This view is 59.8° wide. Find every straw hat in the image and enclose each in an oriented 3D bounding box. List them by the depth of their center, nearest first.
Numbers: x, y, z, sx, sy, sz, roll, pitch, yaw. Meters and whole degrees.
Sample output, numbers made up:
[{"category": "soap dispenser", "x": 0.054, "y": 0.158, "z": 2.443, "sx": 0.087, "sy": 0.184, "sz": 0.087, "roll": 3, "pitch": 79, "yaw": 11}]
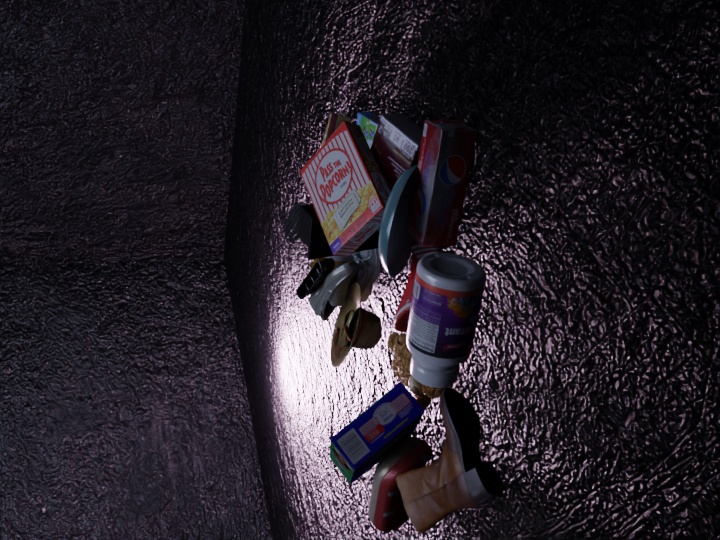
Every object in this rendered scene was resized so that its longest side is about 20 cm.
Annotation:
[{"category": "straw hat", "x": 0.003, "y": 0.133, "z": 1.416, "sx": 0.201, "sy": 0.084, "sz": 0.204, "roll": -164, "pitch": 90, "yaw": -76}]

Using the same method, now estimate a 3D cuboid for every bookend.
[{"category": "bookend", "x": -0.059, "y": -0.123, "z": 1.354, "sx": 0.200, "sy": 0.197, "sz": 0.093, "roll": 47, "pitch": 139, "yaw": 48}]

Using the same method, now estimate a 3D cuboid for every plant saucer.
[{"category": "plant saucer", "x": 0.073, "y": -0.090, "z": 1.098, "sx": 0.200, "sy": 0.027, "sz": 0.203, "roll": 18, "pitch": -90, "yaw": -72}]

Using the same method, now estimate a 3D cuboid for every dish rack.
[{"category": "dish rack", "x": -0.136, "y": -0.052, "z": 1.471, "sx": 0.202, "sy": 0.054, "sz": 0.154, "roll": 63, "pitch": 143, "yaw": 17}]

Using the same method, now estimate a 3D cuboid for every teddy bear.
[{"category": "teddy bear", "x": 0.097, "y": 0.188, "z": 1.188, "sx": 0.200, "sy": 0.066, "sz": 0.147, "roll": -128, "pitch": 33, "yaw": -54}]

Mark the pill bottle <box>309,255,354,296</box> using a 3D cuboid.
[{"category": "pill bottle", "x": -0.064, "y": -0.017, "z": 1.526, "sx": 0.110, "sy": 0.108, "sz": 0.202, "roll": -117, "pitch": 32, "yaw": -48}]

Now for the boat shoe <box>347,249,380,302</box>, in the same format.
[{"category": "boat shoe", "x": -0.001, "y": -0.001, "z": 1.447, "sx": 0.203, "sy": 0.064, "sz": 0.075, "roll": 109, "pitch": 150, "yaw": -47}]

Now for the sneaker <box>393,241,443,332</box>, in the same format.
[{"category": "sneaker", "x": 0.113, "y": 0.023, "z": 1.153, "sx": 0.201, "sy": 0.077, "sz": 0.117, "roll": 122, "pitch": 153, "yaw": -47}]

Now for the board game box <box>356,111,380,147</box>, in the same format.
[{"category": "board game box", "x": 0.044, "y": -0.225, "z": 1.295, "sx": 0.200, "sy": 0.036, "sz": 0.153, "roll": 44, "pitch": 134, "yaw": 49}]

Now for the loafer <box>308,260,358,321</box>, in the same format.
[{"category": "loafer", "x": -0.054, "y": 0.047, "z": 1.439, "sx": 0.070, "sy": 0.069, "sz": 0.200, "roll": 56, "pitch": 141, "yaw": 14}]

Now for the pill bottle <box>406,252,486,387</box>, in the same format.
[{"category": "pill bottle", "x": 0.133, "y": 0.084, "z": 1.018, "sx": 0.112, "sy": 0.110, "sz": 0.202, "roll": -127, "pitch": 38, "yaw": -57}]

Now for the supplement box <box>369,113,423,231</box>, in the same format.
[{"category": "supplement box", "x": 0.061, "y": -0.179, "z": 1.181, "sx": 0.109, "sy": 0.060, "sz": 0.201, "roll": 45, "pitch": 134, "yaw": 30}]

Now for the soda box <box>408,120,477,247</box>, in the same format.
[{"category": "soda box", "x": 0.133, "y": -0.143, "z": 1.043, "sx": 0.063, "sy": 0.069, "sz": 0.202, "roll": -131, "pitch": 43, "yaw": -54}]

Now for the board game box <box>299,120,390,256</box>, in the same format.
[{"category": "board game box", "x": -0.026, "y": -0.152, "z": 1.179, "sx": 0.151, "sy": 0.046, "sz": 0.202, "roll": -42, "pitch": 60, "yaw": 35}]

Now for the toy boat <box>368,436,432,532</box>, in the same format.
[{"category": "toy boat", "x": 0.099, "y": 0.422, "z": 1.193, "sx": 0.130, "sy": 0.130, "sz": 0.202, "roll": 26, "pitch": 123, "yaw": 33}]

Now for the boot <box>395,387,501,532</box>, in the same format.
[{"category": "boot", "x": 0.131, "y": 0.322, "z": 1.062, "sx": 0.200, "sy": 0.068, "sz": 0.190, "roll": -44, "pitch": 62, "yaw": 41}]

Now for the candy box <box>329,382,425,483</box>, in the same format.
[{"category": "candy box", "x": 0.027, "y": 0.313, "z": 1.188, "sx": 0.077, "sy": 0.168, "sz": 0.201, "roll": 49, "pitch": 161, "yaw": 19}]

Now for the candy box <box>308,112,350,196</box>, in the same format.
[{"category": "candy box", "x": -0.081, "y": -0.287, "z": 1.599, "sx": 0.201, "sy": 0.055, "sz": 0.117, "roll": 118, "pitch": 164, "yaw": -55}]
